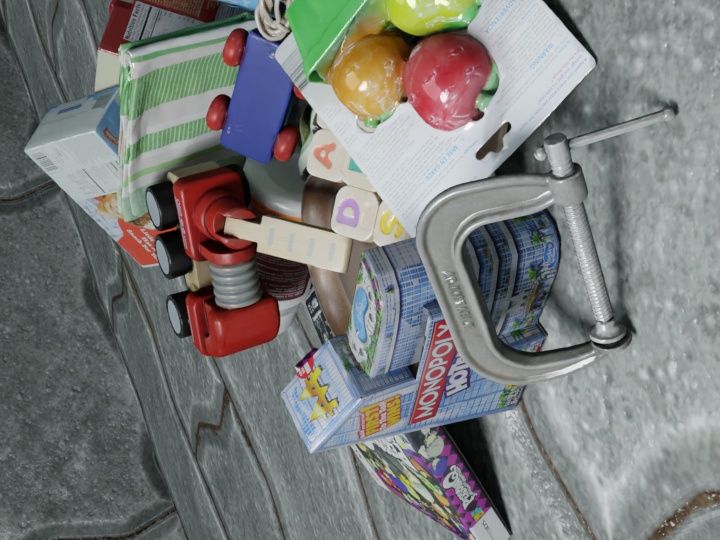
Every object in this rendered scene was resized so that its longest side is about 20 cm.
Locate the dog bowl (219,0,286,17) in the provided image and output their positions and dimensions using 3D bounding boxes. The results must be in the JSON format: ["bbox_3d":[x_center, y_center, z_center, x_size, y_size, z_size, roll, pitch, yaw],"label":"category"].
[{"bbox_3d":[-0.085,-0.282,0.948,0.200,0.049,0.112,-61,-4,-80],"label":"dog bowl"}]

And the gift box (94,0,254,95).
[{"bbox_3d":[-0.185,-0.210,1.155,0.187,0.199,0.186,123,164,-58],"label":"gift box"}]

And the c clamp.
[{"bbox_3d":[0.125,-0.001,0.690,0.027,0.169,0.201,-81,-21,-52],"label":"c clamp"}]

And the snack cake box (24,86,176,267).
[{"bbox_3d":[-0.243,-0.093,1.132,0.114,0.068,0.200,-8,137,34],"label":"snack cake box"}]

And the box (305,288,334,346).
[{"bbox_3d":[0.010,0.069,1.105,0.161,0.043,0.200,68,158,13],"label":"box"}]

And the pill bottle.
[{"bbox_3d":[-0.092,-0.028,1.149,0.110,0.109,0.201,57,141,35],"label":"pill bottle"}]

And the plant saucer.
[{"bbox_3d":[0.000,0.000,0.977,0.200,0.032,0.201,51,150,45],"label":"plant saucer"}]

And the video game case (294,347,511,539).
[{"bbox_3d":[0.037,0.169,1.016,0.200,0.036,0.182,19,147,57],"label":"video game case"}]

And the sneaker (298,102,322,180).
[{"bbox_3d":[-0.027,-0.161,0.998,0.200,0.076,0.089,124,134,-60],"label":"sneaker"}]

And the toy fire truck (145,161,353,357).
[{"bbox_3d":[-0.102,-0.001,0.997,0.200,0.128,0.177,31,132,57],"label":"toy fire truck"}]

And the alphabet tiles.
[{"bbox_3d":[0.033,-0.117,0.817,0.195,0.015,0.202,20,100,43],"label":"alphabet tiles"}]

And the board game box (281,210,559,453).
[{"bbox_3d":[0.044,0.058,0.805,0.062,0.199,0.201,59,155,33],"label":"board game box"}]

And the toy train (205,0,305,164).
[{"bbox_3d":[-0.064,-0.204,0.935,0.116,0.084,0.201,-66,-1,-49],"label":"toy train"}]

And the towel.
[{"bbox_3d":[-0.164,-0.145,1.011,0.023,0.152,0.201,45,143,29],"label":"towel"}]

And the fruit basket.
[{"bbox_3d":[0.046,-0.152,0.756,0.200,0.094,0.185,50,120,14],"label":"fruit basket"}]
